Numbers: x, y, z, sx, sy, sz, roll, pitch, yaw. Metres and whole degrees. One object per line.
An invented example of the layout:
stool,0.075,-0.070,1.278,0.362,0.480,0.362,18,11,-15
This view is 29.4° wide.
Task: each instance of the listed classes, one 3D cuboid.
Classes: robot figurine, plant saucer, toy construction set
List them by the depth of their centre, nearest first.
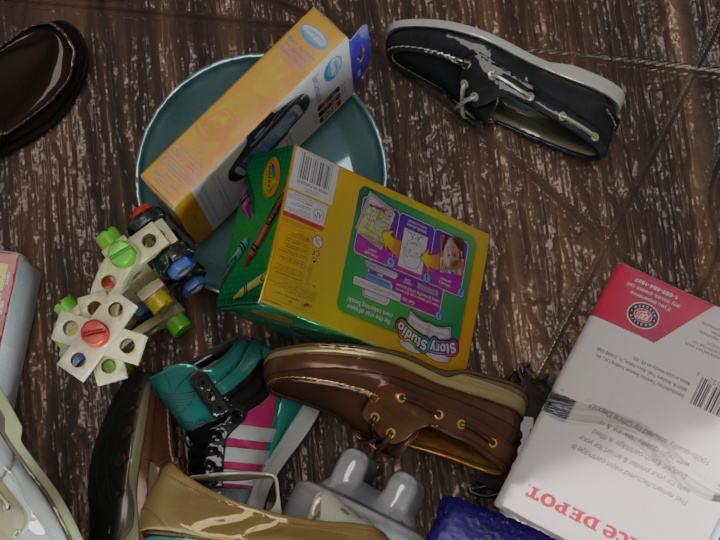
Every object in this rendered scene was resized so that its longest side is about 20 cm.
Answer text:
toy construction set,-0.175,0.024,0.996,0.131,0.200,0.092,-37,93,-6
robot figurine,-0.022,0.233,1.002,0.169,0.113,0.200,24,80,18
plant saucer,-0.078,-0.073,1.096,0.199,0.036,0.201,0,80,1

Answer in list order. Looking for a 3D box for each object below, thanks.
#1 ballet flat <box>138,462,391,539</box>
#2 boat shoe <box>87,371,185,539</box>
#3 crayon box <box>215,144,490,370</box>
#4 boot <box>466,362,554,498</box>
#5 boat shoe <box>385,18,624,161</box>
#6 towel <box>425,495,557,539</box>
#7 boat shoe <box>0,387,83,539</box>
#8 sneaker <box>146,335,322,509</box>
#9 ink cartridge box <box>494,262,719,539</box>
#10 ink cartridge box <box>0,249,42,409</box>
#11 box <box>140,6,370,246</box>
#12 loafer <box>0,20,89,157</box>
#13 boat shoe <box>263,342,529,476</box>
ballet flat,-0.048,0.170,0.924,0.199,0.069,0.063,12,68,0
boat shoe,-0.162,0.179,1.040,0.074,0.076,0.201,15,70,-30
crayon box,0.000,0.000,1.014,0.200,0.058,0.119,23,71,-35
boot,0.193,0.118,1.050,0.174,0.069,0.200,29,74,13
boat shoe,0.110,-0.143,1.090,0.199,0.076,0.060,17,74,4
towel,0.114,0.249,0.886,0.200,0.050,0.148,25,82,-3
boat shoe,-0.256,0.160,0.969,0.068,0.075,0.200,-31,92,-28
sneaker,-0.114,0.124,0.998,0.121,0.084,0.200,43,54,-18
ink cartridge box,0.204,0.119,0.975,0.145,0.084,0.200,25,79,17
ink cartridge box,-0.354,0.076,1.044,0.175,0.084,0.201,9,80,1
box,-0.072,-0.112,1.025,0.041,0.119,0.200,42,82,9
loafer,-0.298,-0.126,1.087,0.200,0.071,0.073,-44,83,-7
boat shoe,0.025,0.101,0.995,0.200,0.072,0.068,14,67,-10
